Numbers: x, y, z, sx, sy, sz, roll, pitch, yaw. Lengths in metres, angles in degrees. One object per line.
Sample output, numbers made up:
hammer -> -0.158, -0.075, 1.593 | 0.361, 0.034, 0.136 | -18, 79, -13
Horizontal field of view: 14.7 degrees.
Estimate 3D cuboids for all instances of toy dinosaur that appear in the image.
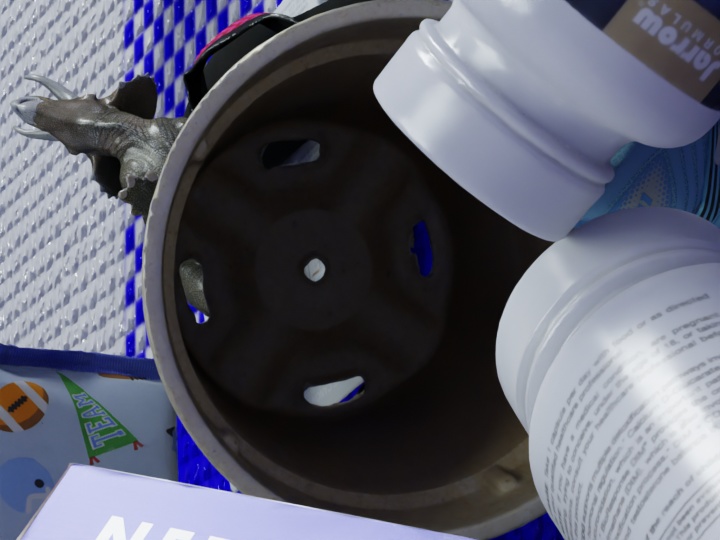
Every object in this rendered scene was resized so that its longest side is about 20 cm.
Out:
toy dinosaur -> -0.067, -0.018, 1.238 | 0.077, 0.200, 0.102 | -39, 13, -4

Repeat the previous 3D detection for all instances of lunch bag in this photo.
lunch bag -> -0.157, 0.144, 1.131 | 0.200, 0.123, 0.171 | 132, 143, -52

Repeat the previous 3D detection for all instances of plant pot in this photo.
plant pot -> 0.000, 0.000, 1.094 | 0.183, 0.200, 0.201 | -175, 91, -77

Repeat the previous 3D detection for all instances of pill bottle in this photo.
pill bottle -> 0.120, 0.069, 0.874 | 0.200, 0.113, 0.114 | -122, 45, -53
pill bottle -> 0.096, -0.111, 0.896 | 0.200, 0.111, 0.111 | -51, 34, 13

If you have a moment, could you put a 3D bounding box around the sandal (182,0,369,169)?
sandal -> -0.045, -0.084, 1.246 | 0.200, 0.045, 0.075 | -21, 69, 61

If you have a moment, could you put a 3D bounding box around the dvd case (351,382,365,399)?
dvd case -> -0.050, 0.139, 1.202 | 0.200, 0.018, 0.143 | -52, -6, -48

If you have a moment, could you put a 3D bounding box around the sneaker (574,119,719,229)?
sneaker -> 0.098, -0.103, 0.989 | 0.078, 0.090, 0.201 | 152, 122, -61

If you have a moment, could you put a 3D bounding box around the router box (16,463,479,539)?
router box -> 0.005, 0.151, 0.878 | 0.199, 0.180, 0.049 | 7, 48, 33

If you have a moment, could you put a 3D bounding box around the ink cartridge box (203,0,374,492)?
ink cartridge box -> -0.024, -0.016, 1.300 | 0.160, 0.047, 0.201 | -43, 50, 54
